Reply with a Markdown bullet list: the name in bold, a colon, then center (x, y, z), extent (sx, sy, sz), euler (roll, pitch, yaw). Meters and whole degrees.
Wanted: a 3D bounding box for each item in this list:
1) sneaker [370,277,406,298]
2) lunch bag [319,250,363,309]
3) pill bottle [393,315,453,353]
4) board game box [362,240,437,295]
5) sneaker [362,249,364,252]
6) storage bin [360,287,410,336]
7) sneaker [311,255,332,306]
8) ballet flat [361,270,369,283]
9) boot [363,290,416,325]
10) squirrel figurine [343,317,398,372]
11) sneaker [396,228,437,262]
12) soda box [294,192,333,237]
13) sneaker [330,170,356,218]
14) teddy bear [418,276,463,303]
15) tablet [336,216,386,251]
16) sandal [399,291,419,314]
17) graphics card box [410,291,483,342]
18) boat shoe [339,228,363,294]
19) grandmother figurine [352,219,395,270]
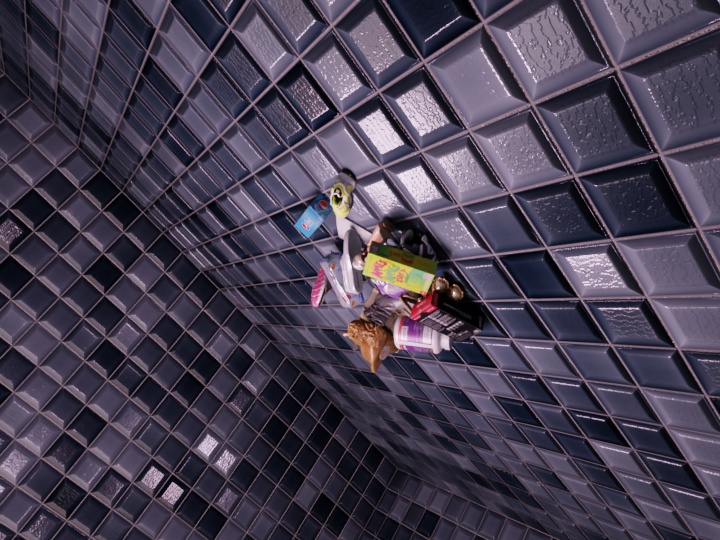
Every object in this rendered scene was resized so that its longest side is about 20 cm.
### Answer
- **sneaker**: center (0.123, 0.046, 1.687), extent (0.196, 0.080, 0.091), euler (4, 126, 47)
- **lunch bag**: center (-0.068, 0.030, 1.813), extent (0.206, 0.074, 0.160), euler (64, 168, -7)
- **pill bottle**: center (0.217, 0.221, 1.815), extent (0.192, 0.115, 0.114), euler (4, 144, 23)
- **board game box**: center (0.109, -0.006, 1.493), extent (0.193, 0.049, 0.103), euler (18, 144, 1)
- **sneaker**: center (0.063, -0.022, 1.669), extent (0.196, 0.082, 0.077), euler (6, 147, 46)
- **storage bin**: center (0.095, 0.197, 2.011), extent (0.195, 0.095, 0.202), euler (35, 155, 9)
- **sneaker**: center (-0.118, 0.049, 1.958), extent (0.086, 0.206, 0.073), euler (32, 150, -28)
- **ballet flat**: center (0.000, 0.000, 1.812), extent (0.074, 0.073, 0.199), euler (54, 170, -32)
- **boot**: center (0.110, 0.138, 1.838), extent (0.196, 0.133, 0.071), euler (10, 144, 47)
- **squirrel figurine**: center (0.022, 0.236, 1.932), extent (0.185, 0.141, 0.203), euler (35, 158, 36)
- **sneaker**: center (0.118, -0.065, 1.524), extent (0.193, 0.080, 0.132), euler (6, 135, 33)
- **soda box**: center (-0.155, -0.180, 1.759), extent (0.068, 0.065, 0.199), euler (41, 156, -7)
- **sneaker**: center (-0.065, -0.211, 1.562), extent (0.074, 0.077, 0.202), euler (31, 156, 10)
- **teddy bear**: center (0.248, 0.080, 1.635), extent (0.139, 0.069, 0.203), euler (13, 149, 11)
- **tablet**: center (0.003, -0.100, 1.731), extent (0.196, 0.014, 0.132), euler (32, 155, 19)
- **sandal**: center (0.158, 0.077, 1.752), extent (0.213, 0.070, 0.077), euler (49, -171, 32)
- **graphics card box**: center (0.264, 0.144, 1.613), extent (0.195, 0.052, 0.125), euler (26, 147, -16)
- **boat shoe**: center (-0.039, -0.027, 1.700), extent (0.065, 0.072, 0.209), euler (-2, 92, 41)
- **grandmother figurine**: center (0.034, -0.070, 1.603), extent (0.060, 0.122, 0.201), euler (40, 135, 0)
